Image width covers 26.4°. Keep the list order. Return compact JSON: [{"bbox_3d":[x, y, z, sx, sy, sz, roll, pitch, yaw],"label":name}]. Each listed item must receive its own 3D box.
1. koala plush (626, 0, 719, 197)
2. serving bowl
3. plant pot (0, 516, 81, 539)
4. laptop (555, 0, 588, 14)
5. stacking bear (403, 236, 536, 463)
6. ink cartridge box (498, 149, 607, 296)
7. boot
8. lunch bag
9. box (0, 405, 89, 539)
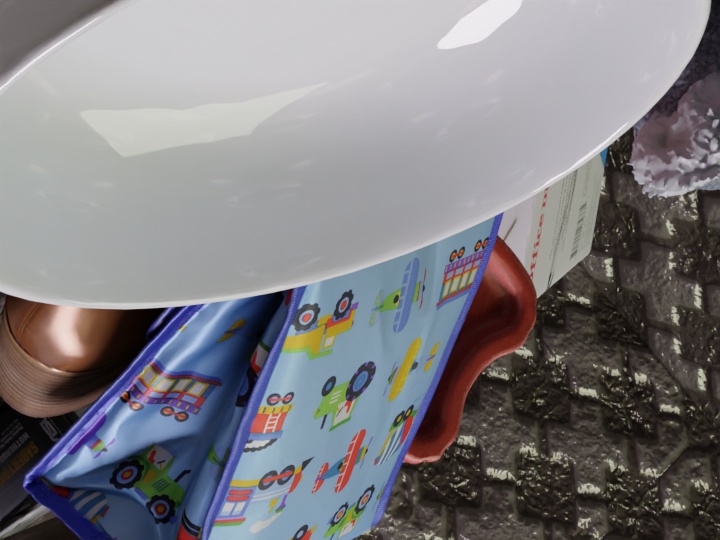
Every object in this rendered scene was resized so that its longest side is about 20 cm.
[{"bbox_3d":[0.220,-0.128,0.844,0.201,0.183,0.177,-59,169,14],"label":"koala plush"},{"bbox_3d":[-0.016,-0.060,0.391,0.199,0.066,0.200,-16,160,-6],"label":"serving bowl"},{"bbox_3d":[-0.112,0.256,0.843,0.199,0.177,0.201,-26,-134,42],"label":"plant pot"},{"bbox_3d":[0.126,-0.124,0.550,0.176,0.104,0.200,-16,168,-4],"label":"laptop"},{"bbox_3d":[-0.026,0.019,0.818,0.199,0.114,0.122,1,-135,52],"label":"stacking bear"},{"bbox_3d":[0.115,-0.065,1.114,0.200,0.084,0.145,-30,131,-64],"label":"ink cartridge box"},{"bbox_3d":[-0.059,-0.027,0.631,0.200,0.077,0.155,-27,165,-38],"label":"boot"},{"bbox_3d":[-0.018,0.029,0.605,0.150,0.094,0.200,-17,146,-54],"label":"lunch bag"},{"bbox_3d":[-0.181,0.103,0.969,0.158,0.048,0.200,-42,175,24],"label":"box"}]
